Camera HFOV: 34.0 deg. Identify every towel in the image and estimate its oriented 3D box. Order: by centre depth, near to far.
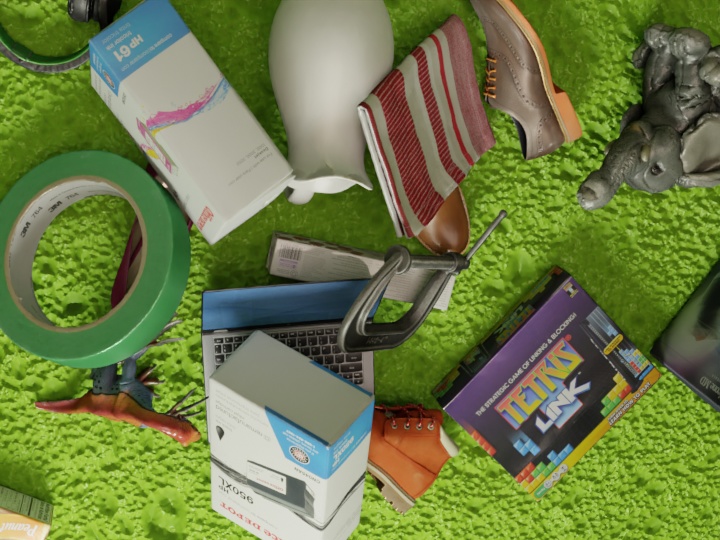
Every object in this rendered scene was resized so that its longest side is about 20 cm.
[{"bbox_3d":[0.069,-0.141,1.138,0.022,0.200,0.146,0,123,34],"label":"towel"}]

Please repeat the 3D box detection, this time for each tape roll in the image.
[{"bbox_3d":[-0.261,-0.011,1.117,0.197,0.048,0.204,-3,76,14],"label":"tape roll"}]

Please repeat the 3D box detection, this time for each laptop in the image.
[{"bbox_3d":[-0.067,0.096,1.203,0.184,0.116,0.204,-4,105,-9],"label":"laptop"}]

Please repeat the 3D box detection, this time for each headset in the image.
[{"bbox_3d":[-0.272,-0.273,1.081,0.122,0.094,0.201,30,108,-17],"label":"headset"}]

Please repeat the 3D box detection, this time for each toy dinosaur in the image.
[{"bbox_3d":[-0.219,0.137,1.148,0.199,0.182,0.105,-40,112,5],"label":"toy dinosaur"}]

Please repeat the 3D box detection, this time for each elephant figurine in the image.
[{"bbox_3d":[0.314,-0.139,1.212,0.153,0.142,0.203,19,94,0],"label":"elephant figurine"}]

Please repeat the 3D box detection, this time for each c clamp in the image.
[{"bbox_3d":[0.052,0.010,1.151,0.027,0.199,0.172,40,113,21],"label":"c clamp"}]

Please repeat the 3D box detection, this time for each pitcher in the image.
[{"bbox_3d":[-0.039,-0.170,1.138,0.119,0.171,0.204,6,82,-22],"label":"pitcher"}]

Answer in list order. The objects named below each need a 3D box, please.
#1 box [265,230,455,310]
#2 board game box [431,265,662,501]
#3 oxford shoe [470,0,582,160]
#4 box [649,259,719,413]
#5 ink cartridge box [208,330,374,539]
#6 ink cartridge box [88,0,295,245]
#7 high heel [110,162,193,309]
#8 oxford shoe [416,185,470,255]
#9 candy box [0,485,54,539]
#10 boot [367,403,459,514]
[{"bbox_3d":[0.000,0.000,1.231,0.197,0.039,0.042,11,103,-13],"label":"box"},{"bbox_3d":[0.205,0.125,1.294,0.165,0.057,0.200,43,93,-19],"label":"board game box"},{"bbox_3d":[0.152,-0.203,1.194,0.072,0.071,0.201,-31,108,4],"label":"oxford shoe"},{"bbox_3d":[0.442,0.072,1.250,0.123,0.200,0.200,35,96,-17],"label":"box"},{"bbox_3d":[-0.072,0.183,1.168,0.143,0.084,0.202,26,136,22],"label":"ink cartridge box"},{"bbox_3d":[-0.158,-0.133,1.082,0.084,0.144,0.201,-38,92,-13],"label":"ink cartridge box"},{"bbox_3d":[-0.196,-0.045,1.152,0.067,0.096,0.202,25,99,-15],"label":"high heel"},{"bbox_3d":[0.065,-0.096,1.204,0.071,0.071,0.202,-26,109,-5],"label":"oxford shoe"},{"bbox_3d":[-0.430,0.268,1.209,0.198,0.055,0.117,24,99,-16],"label":"candy box"},{"bbox_3d":[0.030,0.166,1.247,0.107,0.075,0.200,-39,130,1],"label":"boot"}]
